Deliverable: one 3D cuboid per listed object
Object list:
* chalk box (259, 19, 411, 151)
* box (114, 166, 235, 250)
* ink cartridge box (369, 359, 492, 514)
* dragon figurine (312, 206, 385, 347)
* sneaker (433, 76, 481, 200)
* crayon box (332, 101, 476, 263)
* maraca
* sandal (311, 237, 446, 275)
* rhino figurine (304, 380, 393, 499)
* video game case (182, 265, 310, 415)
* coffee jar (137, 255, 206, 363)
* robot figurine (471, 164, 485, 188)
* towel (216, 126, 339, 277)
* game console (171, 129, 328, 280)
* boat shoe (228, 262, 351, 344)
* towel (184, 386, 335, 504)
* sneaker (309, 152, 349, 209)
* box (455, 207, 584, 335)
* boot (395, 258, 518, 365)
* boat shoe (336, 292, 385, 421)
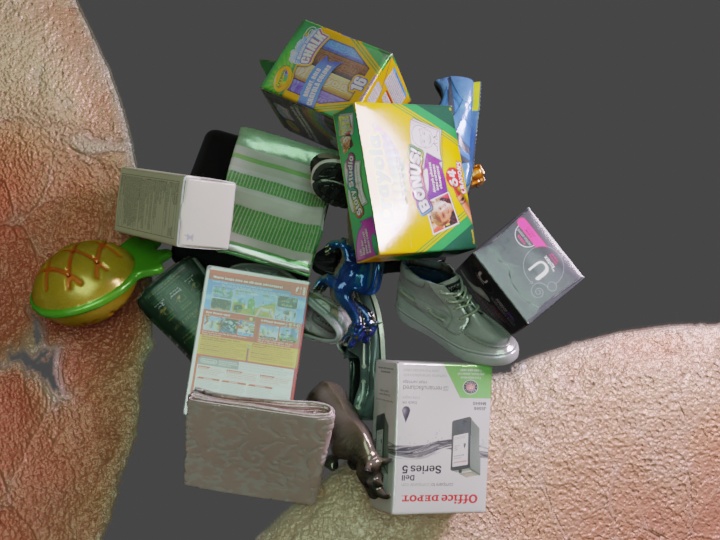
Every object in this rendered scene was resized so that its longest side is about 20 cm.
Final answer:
[{"bbox_3d":[-0.051,-0.258,1.745,0.199,0.125,0.124,27,77,24],"label":"chalk box"},{"bbox_3d":[-0.251,-0.084,1.653,0.077,0.199,0.096,5,96,-35],"label":"box"},{"bbox_3d":[0.095,0.224,1.672,0.144,0.084,0.202,3,88,-22],"label":"ink cartridge box"},{"bbox_3d":[0.000,0.000,1.651,0.099,0.059,0.202,19,90,14],"label":"dragon figurine"},{"bbox_3d":[0.126,-0.177,1.739,0.078,0.066,0.202,5,76,1],"label":"sneaker"},{"bbox_3d":[0.060,-0.117,1.639,0.171,0.058,0.202,-4,81,-40],"label":"crayon box"},{"bbox_3d":[-0.353,0.008,1.680,0.199,0.137,0.108,-26,127,-18],"label":"maraca"},{"bbox_3d":[0.026,-0.029,1.744,0.198,0.048,0.076,-6,37,-18],"label":"sandal"},{"bbox_3d":[-0.015,0.230,1.652,0.059,0.088,0.200,-12,47,-32],"label":"rhino figurine"},{"bbox_3d":[-0.150,0.103,1.645,0.142,0.017,0.202,9,81,-5],"label":"video game case"},{"bbox_3d":[-0.207,0.086,1.695,0.104,0.085,0.200,-39,86,-10],"label":"coffee jar"},{"bbox_3d":[0.071,-0.140,1.784,0.198,0.058,0.146,-21,81,-10],"label":"robot figurine"},{"bbox_3d":[-0.116,-0.098,1.700,0.151,0.023,0.202,15,61,-3],"label":"towel"},{"bbox_3d":[-0.151,-0.084,1.770,0.198,0.117,0.177,16,48,-4],"label":"game console"},{"bbox_3d":[-0.106,0.047,1.705,0.201,0.065,0.075,26,103,12],"label":"boat shoe"},{"bbox_3d":[-0.137,0.232,1.630,0.189,0.201,0.032,9,46,-3],"label":"towel"},{"bbox_3d":[0.012,-0.103,1.704,0.199,0.079,0.074,34,105,-26],"label":"sneaker"},{"bbox_3d":[0.208,0.012,1.697,0.106,0.200,0.123,-38,85,-11],"label":"box"},{"bbox_3d":[0.128,0.051,1.681,0.199,0.096,0.073,24,44,30],"label":"boot"},{"bbox_3d":[0.000,0.111,1.721,0.061,0.073,0.202,-7,85,-11],"label":"boat shoe"}]
